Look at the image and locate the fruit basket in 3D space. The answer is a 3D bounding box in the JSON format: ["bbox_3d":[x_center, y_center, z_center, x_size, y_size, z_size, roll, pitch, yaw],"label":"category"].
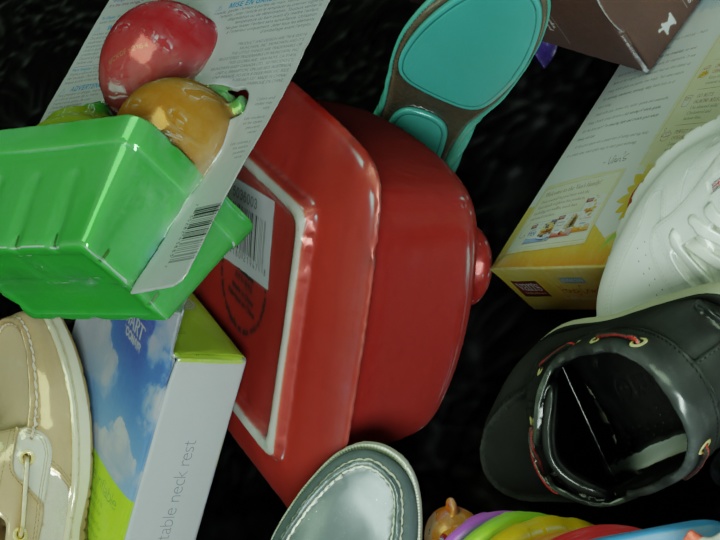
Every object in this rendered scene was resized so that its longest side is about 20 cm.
[{"bbox_3d":[-0.099,-0.068,0.799,0.184,0.094,0.201,-2,48,42],"label":"fruit basket"}]

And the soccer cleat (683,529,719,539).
[{"bbox_3d":[0.193,0.061,0.572,0.077,0.069,0.201,41,100,29],"label":"soccer cleat"}]

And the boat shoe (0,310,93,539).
[{"bbox_3d":[-0.179,0.116,0.843,0.074,0.069,0.202,-25,65,54],"label":"boat shoe"}]

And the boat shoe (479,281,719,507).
[{"bbox_3d":[0.095,0.060,0.686,0.063,0.074,0.201,-29,-4,-28],"label":"boat shoe"}]

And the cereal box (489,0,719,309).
[{"bbox_3d":[0.159,-0.071,0.816,0.201,0.039,0.144,-56,19,-15],"label":"cereal box"}]

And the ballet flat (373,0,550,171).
[{"bbox_3d":[0.045,-0.107,0.897,0.201,0.067,0.071,121,169,-46],"label":"ballet flat"}]

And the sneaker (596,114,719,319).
[{"bbox_3d":[0.164,-0.030,0.661,0.200,0.076,0.081,-47,1,26],"label":"sneaker"}]

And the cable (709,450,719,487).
[{"bbox_3d":[0.232,0.048,0.611,0.200,0.051,0.163,-47,44,6],"label":"cable"}]

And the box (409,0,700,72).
[{"bbox_3d":[0.082,-0.182,0.884,0.075,0.100,0.199,-51,41,-8],"label":"box"}]

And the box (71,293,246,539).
[{"bbox_3d":[-0.120,0.084,0.860,0.122,0.047,0.202,43,122,51],"label":"box"}]

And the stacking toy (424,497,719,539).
[{"bbox_3d":[0.069,0.140,0.699,0.109,0.117,0.200,-8,13,-19],"label":"stacking toy"}]

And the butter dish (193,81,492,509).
[{"bbox_3d":[0.000,0.000,0.850,0.200,0.146,0.201,43,131,53],"label":"butter dish"}]

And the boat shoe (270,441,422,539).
[{"bbox_3d":[-0.028,0.172,0.734,0.072,0.062,0.202,26,88,7],"label":"boat shoe"}]

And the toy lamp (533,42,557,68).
[{"bbox_3d":[0.166,-0.198,0.946,0.200,0.058,0.058,-41,39,6],"label":"toy lamp"}]
